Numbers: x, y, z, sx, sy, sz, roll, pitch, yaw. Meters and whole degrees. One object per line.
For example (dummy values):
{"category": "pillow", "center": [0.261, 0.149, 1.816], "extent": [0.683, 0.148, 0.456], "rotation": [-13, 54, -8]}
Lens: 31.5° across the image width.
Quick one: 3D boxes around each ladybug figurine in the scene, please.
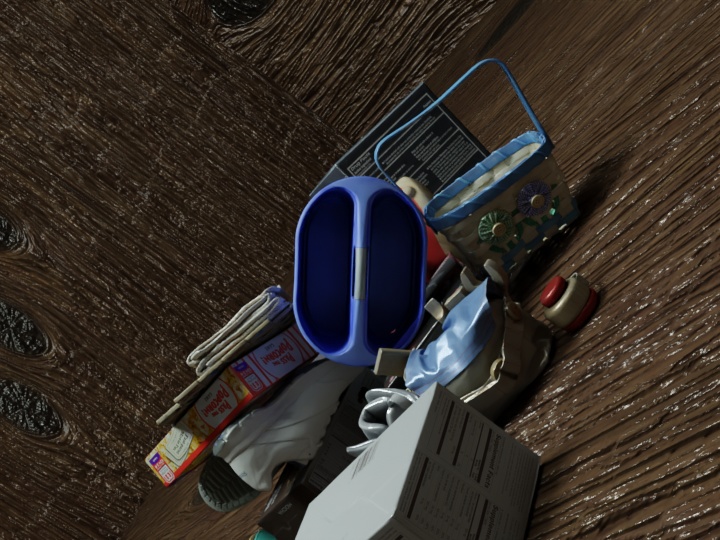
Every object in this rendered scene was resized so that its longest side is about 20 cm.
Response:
{"category": "ladybug figurine", "center": [0.080, -0.032, 1.550], "extent": [0.072, 0.200, 0.136], "rotation": [-36, 46, -4]}

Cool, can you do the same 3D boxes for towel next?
{"category": "towel", "center": [-0.130, 0.075, 1.469], "extent": [0.132, 0.035, 0.200], "rotation": [-40, -8, -3]}

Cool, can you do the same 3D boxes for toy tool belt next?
{"category": "toy tool belt", "center": [0.111, 0.058, 1.187], "extent": [0.200, 0.123, 0.125], "rotation": [-50, 9, 25]}

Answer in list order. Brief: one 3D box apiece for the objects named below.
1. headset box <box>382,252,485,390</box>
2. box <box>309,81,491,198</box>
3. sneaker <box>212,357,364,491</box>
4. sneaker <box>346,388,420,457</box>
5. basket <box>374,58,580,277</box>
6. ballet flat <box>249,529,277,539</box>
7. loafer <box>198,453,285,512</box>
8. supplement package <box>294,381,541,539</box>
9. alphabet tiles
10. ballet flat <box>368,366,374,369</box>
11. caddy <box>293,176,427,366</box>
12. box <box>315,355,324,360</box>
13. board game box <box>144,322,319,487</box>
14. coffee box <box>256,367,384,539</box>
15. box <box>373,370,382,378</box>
{"category": "headset box", "center": [0.092, 0.071, 1.421], "extent": [0.149, 0.075, 0.200], "rotation": [-53, 8, 8]}
{"category": "box", "center": [0.074, -0.112, 1.760], "extent": [0.200, 0.198, 0.123], "rotation": [-45, 3, -28]}
{"category": "sneaker", "center": [-0.068, 0.165, 1.414], "extent": [0.200, 0.087, 0.074], "rotation": [-39, 0, -21]}
{"category": "sneaker", "center": [0.035, 0.168, 1.173], "extent": [0.200, 0.114, 0.075], "rotation": [-43, 21, 53]}
{"category": "basket", "center": [0.137, -0.107, 1.401], "extent": [0.176, 0.200, 0.139], "rotation": [-39, 7, 3]}
{"category": "ballet flat", "center": [-0.102, 0.346, 1.450], "extent": [0.200, 0.068, 0.063], "rotation": [-161, 93, -83]}
{"category": "loafer", "center": [-0.108, 0.208, 1.506], "extent": [0.200, 0.075, 0.070], "rotation": [-44, -12, 11]}
{"category": "supplement package", "center": [0.031, 0.219, 1.013], "extent": [0.200, 0.111, 0.156], "rotation": [-48, 10, 37]}
{"category": "alphabet tiles", "center": [-0.142, 0.107, 1.435], "extent": [0.200, 0.006, 0.166], "rotation": [-41, -7, -3]}
{"category": "ballet flat", "center": [0.031, 0.044, 1.546], "extent": [0.073, 0.073, 0.200], "rotation": [-59, -10, -35]}
{"category": "caddy", "center": [0.000, 0.000, 1.366], "extent": [0.105, 0.140, 0.202], "rotation": [-94, 6, -86]}
{"category": "box", "center": [-0.043, 0.152, 1.748], "extent": [0.060, 0.116, 0.200], "rotation": [-52, 9, 32]}
{"category": "board game box", "center": [-0.145, 0.153, 1.480], "extent": [0.200, 0.046, 0.151], "rotation": [-48, -10, 37]}
{"category": "coffee box", "center": [-0.030, 0.221, 1.487], "extent": [0.113, 0.080, 0.200], "rotation": [-46, 11, 43]}
{"category": "box", "center": [0.046, 0.111, 1.678], "extent": [0.143, 0.036, 0.200], "rotation": [-50, 10, 28]}
